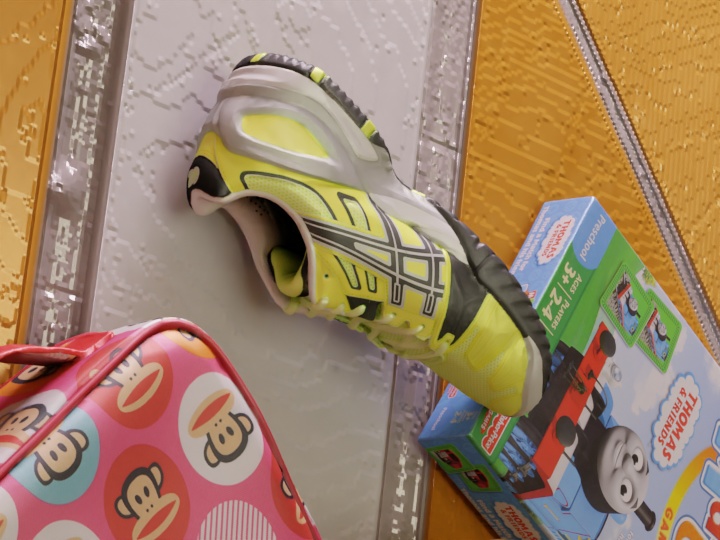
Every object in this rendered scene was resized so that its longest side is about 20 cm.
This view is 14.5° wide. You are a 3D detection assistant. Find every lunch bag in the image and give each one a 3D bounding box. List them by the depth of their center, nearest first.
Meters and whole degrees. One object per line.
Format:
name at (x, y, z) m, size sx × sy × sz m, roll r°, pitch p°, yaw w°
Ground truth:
lunch bag at (-0.111, 0.112, 1.066) m, size 0.200 × 0.082 × 0.177 m, roll -42°, pitch 113°, yaw -41°

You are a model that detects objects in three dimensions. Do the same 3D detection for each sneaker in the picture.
sneaker at (0.000, 0.000, 1.213) m, size 0.200 × 0.075 × 0.076 m, roll 44°, pitch 63°, yaw -18°

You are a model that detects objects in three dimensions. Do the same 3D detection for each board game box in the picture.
board game box at (0.122, 0.088, 1.345) m, size 0.200 × 0.037 × 0.151 m, roll 51°, pitch 51°, yaw -29°
